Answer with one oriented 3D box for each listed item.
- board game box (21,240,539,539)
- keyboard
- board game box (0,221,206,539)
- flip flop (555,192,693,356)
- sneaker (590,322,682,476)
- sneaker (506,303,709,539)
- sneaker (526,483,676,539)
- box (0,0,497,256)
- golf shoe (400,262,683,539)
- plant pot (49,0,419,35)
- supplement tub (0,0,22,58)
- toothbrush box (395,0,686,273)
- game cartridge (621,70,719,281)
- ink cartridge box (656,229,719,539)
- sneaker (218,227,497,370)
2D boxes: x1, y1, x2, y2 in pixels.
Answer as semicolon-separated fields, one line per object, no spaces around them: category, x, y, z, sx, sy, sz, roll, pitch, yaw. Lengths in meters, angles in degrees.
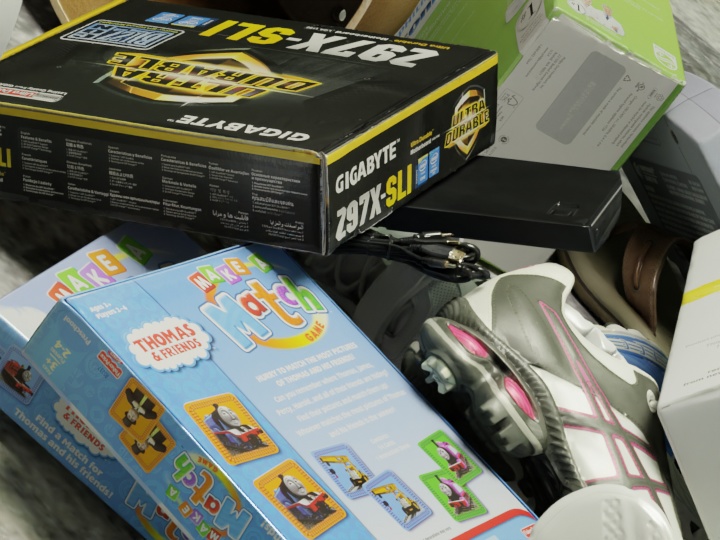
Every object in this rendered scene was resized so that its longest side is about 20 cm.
board game box;-0.016;0.077;1.110;0.200;0.037;0.151;47;29;14
keyboard;0.007;-0.026;1.237;0.200;0.021;0.127;6;23;18
board game box;-0.052;0.069;1.177;0.200;0.037;0.151;40;27;6
flip flop;0.162;0.017;1.511;0.081;0.058;0.200;18;33;-34
sneaker;0.143;0.090;1.354;0.200;0.079;0.089;20;29;-32
sneaker;0.110;0.094;1.274;0.200;0.075;0.081;59;5;-15
sneaker;0.091;0.175;1.083;0.077;0.200;0.082;3;7;14
box;-0.062;-0.067;1.251;0.200;0.049;0.160;11;23;27
golf shoe;0.104;0.087;1.182;0.088;0.077;0.200;-35;89;-27
plant pot;-0.037;-0.168;1.459;0.186;0.186;0.200;46;13;16
supplement tub;-0.249;-0.137;1.158;0.200;0.145;0.145;13;36;-40
toothbrush box;0.090;-0.113;1.532;0.086;0.146;0.200;28;28;-18
game cartridge;0.183;-0.042;1.521;0.133;0.040;0.200;58;-5;-12
ink cartridge box;0.199;0.070;1.256;0.145;0.083;0.200;66;19;-15
sneaker;0.000;0.000;1.329;0.115;0.075;0.200;22;26;-25
